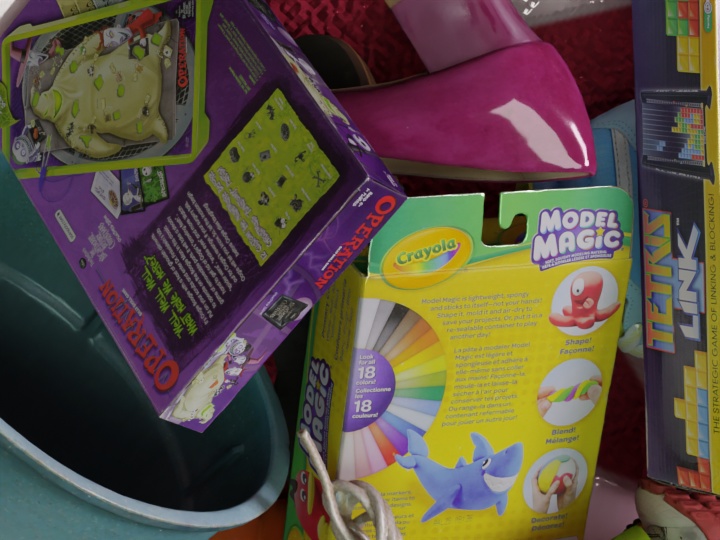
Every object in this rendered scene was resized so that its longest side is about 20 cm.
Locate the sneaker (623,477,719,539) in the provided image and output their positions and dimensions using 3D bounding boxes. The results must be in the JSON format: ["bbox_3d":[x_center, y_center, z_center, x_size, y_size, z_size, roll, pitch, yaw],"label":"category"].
[{"bbox_3d":[0.145,0.134,1.174,0.078,0.200,0.082,5,72,3],"label":"sneaker"}]

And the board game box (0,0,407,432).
[{"bbox_3d":[-0.071,-0.050,1.080,0.120,0.200,0.032,-45,140,13],"label":"board game box"}]

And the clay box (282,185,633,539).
[{"bbox_3d":[0.036,0.054,1.119,0.115,0.048,0.201,-3,116,-24],"label":"clay box"}]

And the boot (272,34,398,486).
[{"bbox_3d":[0.000,0.000,1.183,0.073,0.075,0.201,4,105,39],"label":"boot"}]

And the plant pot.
[{"bbox_3d":[-0.166,0.084,1.140,0.200,0.200,0.196,35,115,-18],"label":"plant pot"}]

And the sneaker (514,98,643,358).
[{"bbox_3d":[0.118,0.022,1.189,0.130,0.080,0.201,-16,105,0],"label":"sneaker"}]

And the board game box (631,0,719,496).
[{"bbox_3d":[0.187,-0.024,1.122,0.165,0.057,0.201,-7,99,-30],"label":"board game box"}]

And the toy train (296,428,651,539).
[{"bbox_3d":[0.065,0.128,1.089,0.115,0.085,0.201,-24,103,-9],"label":"toy train"}]

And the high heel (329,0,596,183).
[{"bbox_3d":[-0.007,-0.030,1.100,0.200,0.067,0.096,-36,74,27],"label":"high heel"}]

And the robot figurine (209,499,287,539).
[{"bbox_3d":[-0.023,0.177,1.224,0.200,0.117,0.144,46,77,-21],"label":"robot figurine"}]
